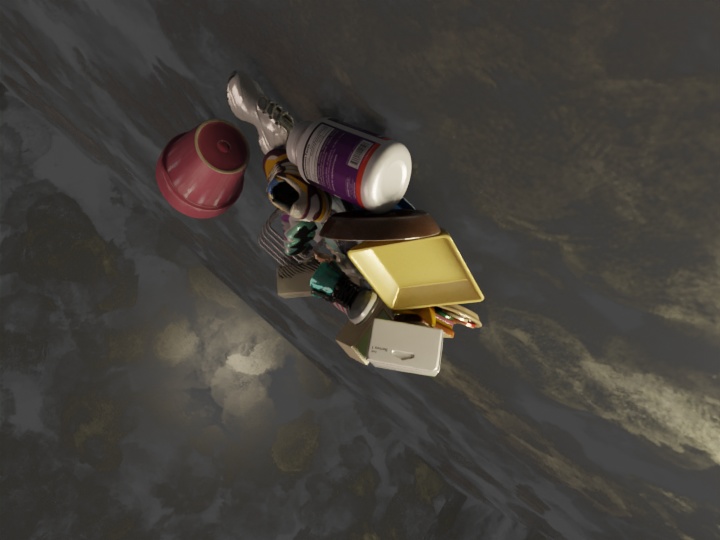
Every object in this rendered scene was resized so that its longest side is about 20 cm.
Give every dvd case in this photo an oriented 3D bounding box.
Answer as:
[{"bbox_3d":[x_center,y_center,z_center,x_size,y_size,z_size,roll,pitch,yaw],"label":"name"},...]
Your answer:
[{"bbox_3d":[-0.048,-0.096,1.055,0.145,0.022,0.201,24,152,42],"label":"dvd case"}]

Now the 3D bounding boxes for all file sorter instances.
[{"bbox_3d":[-0.153,-0.091,1.311,0.138,0.125,0.200,42,162,-7],"label":"file sorter"}]

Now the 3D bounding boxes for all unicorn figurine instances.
[{"bbox_3d":[0.000,0.000,1.206,0.198,0.074,0.138,31,169,27],"label":"unicorn figurine"}]

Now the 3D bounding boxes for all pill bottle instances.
[{"bbox_3d":[-0.023,-0.174,0.884,0.198,0.113,0.113,28,159,32],"label":"pill bottle"}]

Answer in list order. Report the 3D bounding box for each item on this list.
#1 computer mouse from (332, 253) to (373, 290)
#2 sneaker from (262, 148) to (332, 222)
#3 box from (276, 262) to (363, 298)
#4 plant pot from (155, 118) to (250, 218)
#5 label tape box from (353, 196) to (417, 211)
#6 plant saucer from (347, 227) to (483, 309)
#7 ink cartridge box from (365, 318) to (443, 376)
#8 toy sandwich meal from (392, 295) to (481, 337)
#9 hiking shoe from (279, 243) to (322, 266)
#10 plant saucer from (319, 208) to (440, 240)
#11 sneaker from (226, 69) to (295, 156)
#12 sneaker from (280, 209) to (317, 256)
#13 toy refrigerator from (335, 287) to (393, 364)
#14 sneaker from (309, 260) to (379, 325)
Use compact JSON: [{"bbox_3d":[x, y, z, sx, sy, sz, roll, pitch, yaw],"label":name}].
[{"bbox_3d":[-0.024,0.013,1.416,0.137,0.053,0.201,31,160,27],"label":"computer mouse"},{"bbox_3d":[-0.132,-0.157,0.964,0.089,0.076,0.200,2,-148,-46],"label":"sneaker"},{"bbox_3d":[-0.093,0.021,1.305,0.196,0.070,0.082,-5,171,3],"label":"box"},{"bbox_3d":[-0.340,-0.241,1.249,0.200,0.201,0.178,43,145,-15],"label":"plant pot"},{"bbox_3d":[0.011,-0.108,1.047,0.143,0.066,0.200,41,163,-6],"label":"label tape box"},{"bbox_3d":[0.105,-0.007,1.011,0.197,0.049,0.200,-7,142,29],"label":"plant saucer"},{"bbox_3d":[0.094,0.163,1.148,0.142,0.086,0.200,8,168,8],"label":"ink cartridge box"},{"bbox_3d":[0.155,0.102,1.165,0.202,0.071,0.205,20,172,3],"label":"toy sandwich meal"},{"bbox_3d":[-0.164,-0.023,1.568,0.101,0.076,0.200,44,161,-5],"label":"hiking shoe"},{"bbox_3d":[0.030,-0.077,0.895,0.199,0.198,0.035,12,109,54],"label":"plant saucer"},{"bbox_3d":[-0.165,-0.281,1.005,0.086,0.075,0.200,10,155,34],"label":"sneaker"},{"bbox_3d":[-0.149,-0.144,1.174,0.139,0.077,0.203,38,120,31],"label":"sneaker"},{"bbox_3d":[0.037,0.111,1.292,0.069,0.201,0.076,16,151,47],"label":"toy refrigerator"},{"bbox_3d":[-0.039,0.037,1.104,0.120,0.084,0.200,36,173,-14],"label":"sneaker"}]
